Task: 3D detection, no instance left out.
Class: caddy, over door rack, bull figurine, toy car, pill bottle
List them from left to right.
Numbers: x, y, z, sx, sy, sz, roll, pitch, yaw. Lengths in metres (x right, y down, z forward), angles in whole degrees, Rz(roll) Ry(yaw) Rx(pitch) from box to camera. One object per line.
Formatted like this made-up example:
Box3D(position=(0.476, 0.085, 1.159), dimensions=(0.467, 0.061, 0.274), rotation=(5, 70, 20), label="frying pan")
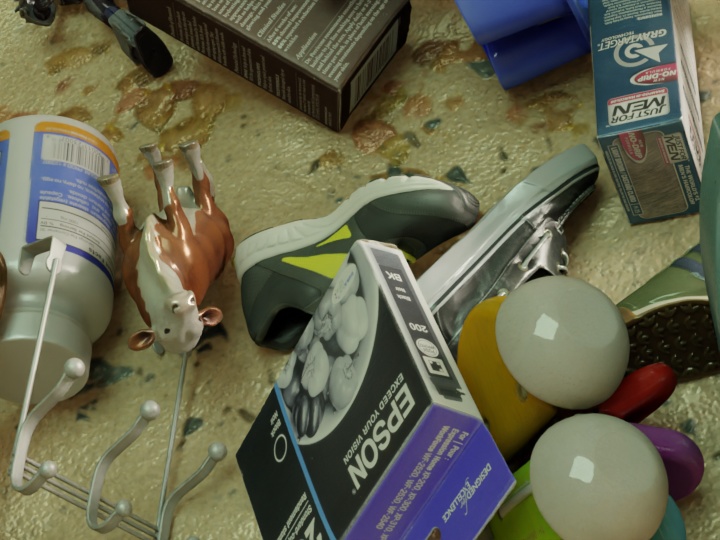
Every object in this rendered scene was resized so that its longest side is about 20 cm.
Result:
Box3D(position=(-0.234, -0.006, 1.431), dimensions=(0.112, 0.112, 0.200), rotation=(-13, 51, 14), label="pill bottle")
Box3D(position=(-0.159, 0.081, 1.302), dimensions=(0.067, 0.148, 0.200), rotation=(-28, 46, 27), label="over door rack")
Box3D(position=(-0.130, -0.019, 1.351), dimensions=(0.065, 0.122, 0.200), rotation=(-12, 13, 6), label="bull figurine")
Box3D(position=(0.110, -0.231, 1.432), dimensions=(0.105, 0.141, 0.200), rotation=(-28, 59, 8), label="caddy")
Box3D(position=(0.132, 0.109, 1.172), dimensions=(0.150, 0.175, 0.200), rotation=(2, 60, -27), label="toy car")

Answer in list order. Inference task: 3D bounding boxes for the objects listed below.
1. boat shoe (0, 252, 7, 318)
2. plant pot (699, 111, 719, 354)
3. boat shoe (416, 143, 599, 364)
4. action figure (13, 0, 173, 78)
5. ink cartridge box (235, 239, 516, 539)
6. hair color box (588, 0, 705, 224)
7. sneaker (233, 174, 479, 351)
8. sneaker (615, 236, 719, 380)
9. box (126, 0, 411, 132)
Box3D(position=(-0.306, 0.068, 1.332), dimensions=(0.072, 0.072, 0.200), rotation=(-1, 66, 59), label="boat shoe")
Box3D(position=(0.284, -0.006, 1.102), dimensions=(0.196, 0.200, 0.196), rotation=(-17, 12, 10), label="plant pot")
Box3D(position=(0.104, -0.005, 1.319), dimensions=(0.071, 0.072, 0.200), rotation=(43, 64, 7), label="boat shoe")
Box3D(position=(-0.212, -0.237, 1.629), dimensions=(0.130, 0.069, 0.200), rotation=(-49, 48, -10), label="action figure")
Box3D(position=(0.001, 0.120, 1.198), dimensions=(0.198, 0.043, 0.200), rotation=(-60, 38, 31), label="ink cartridge box")
Box3D(position=(0.197, -0.143, 1.358), dimensions=(0.060, 0.100, 0.200), rotation=(-11, 51, 16), label="hair color box")
Box3D(position=(0.000, 0.000, 1.348), dimensions=(0.200, 0.074, 0.085), rotation=(-22, 58, 33), label="sneaker")
Box3D(position=(0.239, 0.005, 1.258), dimensions=(0.200, 0.067, 0.090), rotation=(-20, 37, 12), label="sneaker")
Box3D(position=(-0.072, -0.201, 1.492), dimensions=(0.200, 0.075, 0.100), rotation=(32, 69, 11), label="box")
